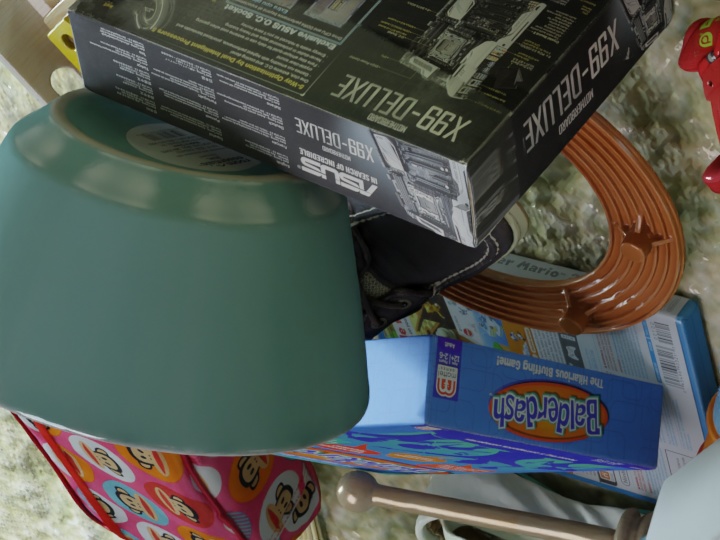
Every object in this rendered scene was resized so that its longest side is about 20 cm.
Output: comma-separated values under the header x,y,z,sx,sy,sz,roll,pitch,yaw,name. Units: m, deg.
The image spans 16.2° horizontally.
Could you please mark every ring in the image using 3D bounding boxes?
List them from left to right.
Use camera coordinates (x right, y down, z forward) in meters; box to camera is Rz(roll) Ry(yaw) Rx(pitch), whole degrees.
x,y,z,sx,sy,sz,roll,pitch,yaw,name
0.053,-0.033,1.157,0.200,0.019,0.200,24,150,15,ring

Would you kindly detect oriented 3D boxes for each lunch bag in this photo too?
x,y,z,sx,sy,sz,roll,pitch,yaw,name
-0.127,0.089,1.448,0.176,0.082,0.200,17,152,32,lunch bag

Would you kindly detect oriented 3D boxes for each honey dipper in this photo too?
x,y,z,sx,sy,sz,roll,pitch,yaw,name
0.081,0.129,1.292,0.200,0.038,0.038,9,137,19,honey dipper

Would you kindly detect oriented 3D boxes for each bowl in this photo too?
x,y,z,sx,sy,sz,roll,pitch,yaw,name
-0.084,-0.011,1.070,0.201,0.201,0.105,23,112,27,bowl

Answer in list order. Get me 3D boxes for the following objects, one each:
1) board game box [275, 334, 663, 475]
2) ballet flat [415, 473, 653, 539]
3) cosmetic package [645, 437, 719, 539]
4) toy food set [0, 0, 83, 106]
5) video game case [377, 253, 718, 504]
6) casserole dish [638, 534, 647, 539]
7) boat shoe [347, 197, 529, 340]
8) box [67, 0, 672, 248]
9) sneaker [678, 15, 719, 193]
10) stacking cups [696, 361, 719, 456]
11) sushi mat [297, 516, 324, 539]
x,y,z,sx,sy,sz,roll,pitch,yaw,name
0.023,0.068,1.234,0.152,0.045,0.200,13,168,-38,board game box
0.115,0.154,1.331,0.200,0.069,0.069,19,141,31,ballet flat
0.252,0.123,1.027,0.200,0.123,0.199,45,116,-7,cosmetic package
-0.105,-0.109,1.253,0.144,0.060,0.200,47,147,-9,toy food set
0.091,0.049,1.276,0.200,0.018,0.143,15,140,35,video game case
0.202,0.153,1.150,0.039,0.200,0.121,85,162,-83,casserole dish
0.000,0.000,1.170,0.072,0.065,0.200,44,149,-23,boat shoe
0.005,-0.106,1.052,0.200,0.158,0.050,22,143,26,box
0.164,-0.084,0.993,0.085,0.077,0.200,31,146,26,sneaker
0.190,0.057,1.149,0.060,0.061,0.200,29,147,18,stacking cups
-0.074,0.094,1.503,0.096,0.012,0.200,20,142,29,sushi mat
